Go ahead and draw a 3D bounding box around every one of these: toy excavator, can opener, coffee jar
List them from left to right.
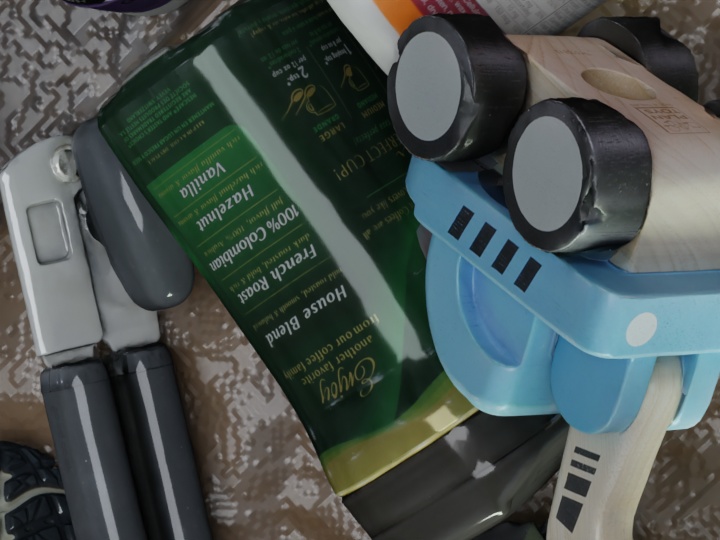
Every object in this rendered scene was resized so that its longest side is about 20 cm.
[{"bbox_3d":[-0.083,0.045,1.044,0.053,0.067,0.201,-13,90,-32],"label":"can opener"},{"bbox_3d":[0.000,0.000,1.009,0.085,0.104,0.200,-34,89,32],"label":"coffee jar"},{"bbox_3d":[0.080,0.038,0.931,0.194,0.100,0.201,41,125,45],"label":"toy excavator"}]

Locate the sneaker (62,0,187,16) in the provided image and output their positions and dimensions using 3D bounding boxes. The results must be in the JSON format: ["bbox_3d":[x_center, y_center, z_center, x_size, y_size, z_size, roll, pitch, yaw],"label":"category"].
[{"bbox_3d":[-0.040,-0.170,1.005,0.076,0.088,0.200,37,102,5],"label":"sneaker"}]

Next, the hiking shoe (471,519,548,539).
[{"bbox_3d":[0.012,0.165,1.023,0.199,0.076,0.101,-27,51,13],"label":"hiking shoe"}]

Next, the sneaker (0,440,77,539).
[{"bbox_3d":[-0.139,0.166,1.073,0.086,0.077,0.201,-16,77,45],"label":"sneaker"}]

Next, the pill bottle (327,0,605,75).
[{"bbox_3d":[0.075,-0.153,0.973,0.200,0.110,0.110,-35,89,13],"label":"pill bottle"}]
